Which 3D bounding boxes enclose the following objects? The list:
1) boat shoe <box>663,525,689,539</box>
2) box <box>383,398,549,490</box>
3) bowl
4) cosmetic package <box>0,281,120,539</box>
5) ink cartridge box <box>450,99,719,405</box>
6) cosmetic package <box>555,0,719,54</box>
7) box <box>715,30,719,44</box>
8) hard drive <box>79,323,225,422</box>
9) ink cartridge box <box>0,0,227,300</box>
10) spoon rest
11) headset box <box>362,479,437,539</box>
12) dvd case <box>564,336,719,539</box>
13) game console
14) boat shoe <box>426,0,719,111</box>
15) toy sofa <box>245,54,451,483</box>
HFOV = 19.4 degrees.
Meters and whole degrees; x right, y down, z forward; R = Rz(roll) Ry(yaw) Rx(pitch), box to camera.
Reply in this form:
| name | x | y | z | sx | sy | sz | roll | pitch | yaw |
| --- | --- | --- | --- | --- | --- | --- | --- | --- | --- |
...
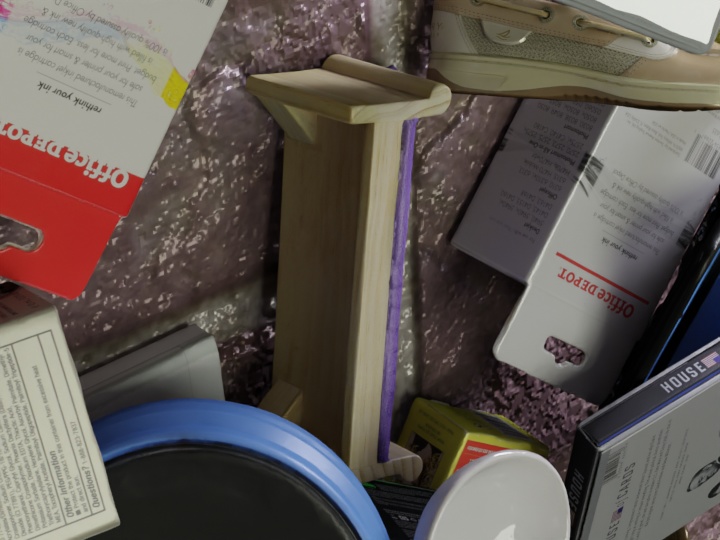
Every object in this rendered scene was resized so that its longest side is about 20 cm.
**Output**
| name | x | y | z | sx | sy | sz | roll | pitch | yaw |
| --- | --- | --- | --- | --- | --- | --- | --- | --- | --- |
| boat shoe | 0.134 | 0.233 | 1.316 | 0.200 | 0.073 | 0.065 | -46 | 145 | -8 |
| box | 0.032 | 0.177 | 1.191 | 0.075 | 0.050 | 0.202 | 16 | 100 | -42 |
| bowl | -0.079 | 0.161 | 0.986 | 0.198 | 0.039 | 0.203 | -1 | 102 | -3 |
| cosmetic package | -0.213 | 0.086 | 0.870 | 0.198 | 0.087 | 0.104 | -19 | 104 | -20 |
| ink cartridge box | 0.128 | -0.039 | 1.164 | 0.115 | 0.067 | 0.201 | 25 | 93 | -46 |
| cosmetic package | 0.093 | -0.226 | 0.930 | 0.165 | 0.167 | 0.202 | 18 | 100 | -19 |
| box | 0.251 | -0.131 | 1.130 | 0.075 | 0.199 | 0.050 | -49 | 134 | -11 |
| hard drive | -0.150 | 0.123 | 1.031 | 0.199 | 0.026 | 0.133 | -26 | 126 | -31 |
| ink cartridge box | -0.133 | -0.101 | 0.900 | 0.116 | 0.067 | 0.201 | 22 | 96 | -45 |
| spoon rest | 0.057 | 0.182 | 1.015 | 0.099 | 0.060 | 0.202 | -5 | 111 | -41 |
| headset box | -0.002 | 0.217 | 1.094 | 0.173 | 0.093 | 0.202 | 12 | 102 | -26 |
| dvd case | 0.193 | 0.094 | 1.195 | 0.199 | 0.025 | 0.151 | -27 | 146 | -25 |
| game console | 0.214 | 0.051 | 1.207 | 0.174 | 0.117 | 0.201 | 12 | 125 | -19 |
| boat shoe | 0.133 | -0.116 | 1.065 | 0.072 | 0.198 | 0.066 | -27 | 121 | -83 |
| toy sofa | 0.000 | 0.000 | 1.043 | 0.097 | 0.083 | 0.202 | -9 | 110 | -39 |
